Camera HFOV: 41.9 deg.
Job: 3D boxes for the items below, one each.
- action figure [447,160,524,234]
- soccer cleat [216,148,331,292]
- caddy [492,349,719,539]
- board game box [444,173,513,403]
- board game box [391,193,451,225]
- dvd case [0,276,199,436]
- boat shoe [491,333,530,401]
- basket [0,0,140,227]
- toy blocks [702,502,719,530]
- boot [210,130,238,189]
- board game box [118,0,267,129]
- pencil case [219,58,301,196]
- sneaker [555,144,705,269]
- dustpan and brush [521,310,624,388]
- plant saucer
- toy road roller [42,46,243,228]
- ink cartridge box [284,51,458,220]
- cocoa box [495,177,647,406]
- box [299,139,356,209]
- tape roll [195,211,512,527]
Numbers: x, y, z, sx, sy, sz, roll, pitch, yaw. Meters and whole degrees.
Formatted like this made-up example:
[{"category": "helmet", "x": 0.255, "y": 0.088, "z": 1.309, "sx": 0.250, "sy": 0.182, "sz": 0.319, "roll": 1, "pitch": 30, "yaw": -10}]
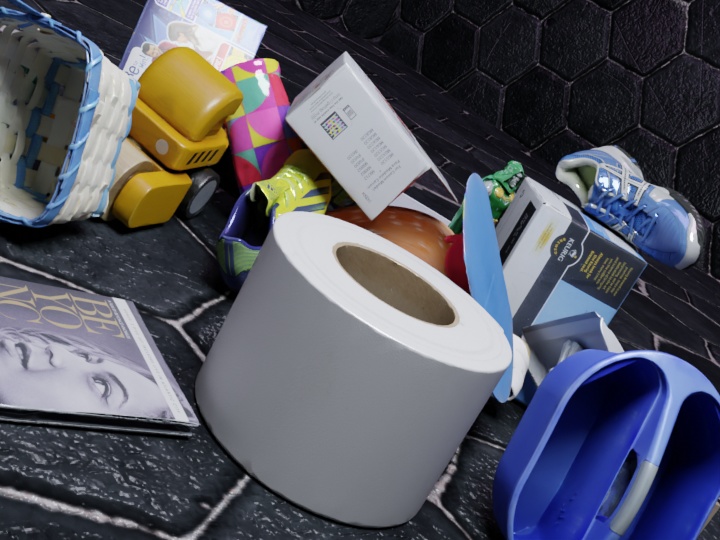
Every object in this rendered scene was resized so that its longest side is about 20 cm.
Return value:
[{"category": "action figure", "x": 0.135, "y": -0.042, "z": 1.122, "sx": 0.117, "sy": 0.202, "sz": 0.055, "roll": 10, "pitch": 26, "yaw": -45}, {"category": "soccer cleat", "x": -0.078, "y": -0.063, "z": 0.903, "sx": 0.064, "sy": 0.085, "sz": 0.201, "roll": 9, "pitch": 45, "yaw": 19}, {"category": "caddy", "x": 0.183, "y": 0.153, "z": 0.692, "sx": 0.140, "sy": 0.202, "sz": 0.105, "roll": 28, "pitch": 0, "yaw": -8}, {"category": "board game box", "x": 0.098, "y": 0.019, "z": 0.838, "sx": 0.038, "sy": 0.203, "sz": 0.158, "roll": -8, "pitch": 21, "yaw": 18}, {"category": "board game box", "x": 0.051, "y": -0.084, "z": 1.395, "sx": 0.198, "sy": 0.026, "sz": 0.200, "roll": 31, "pitch": 18, "yaw": 2}, {"category": "dvd case", "x": -0.216, "y": 0.048, "z": 0.615, "sx": 0.198, "sy": 0.016, "sz": 0.149, "roll": 15, "pitch": 22, "yaw": -40}, {"category": "boat shoe", "x": 0.071, "y": 0.070, "z": 0.927, "sx": 0.197, "sy": 0.072, "sz": 0.070, "roll": 20, "pitch": 36, "yaw": 5}, {"category": "basket", "x": -0.274, "y": -0.117, "z": 0.734, "sx": 0.137, "sy": 0.179, "sz": 0.200, "roll": 19, "pitch": 0, "yaw": 15}, {"category": "toy blocks", "x": 0.245, "y": 0.166, "z": 0.833, "sx": 0.198, "sy": 0.138, "sz": 0.100, "roll": 28, "pitch": 17, "yaw": -6}, {"category": "boot", "x": -0.153, "y": -0.140, "z": 1.200, "sx": 0.185, "sy": 0.070, "sz": 0.200, "roll": 15, "pitch": 14, "yaw": -21}, {"category": "board game box", "x": -0.203, "y": -0.211, "z": 1.052, "sx": 0.134, "sy": 0.203, "sz": 0.034, "roll": 24, "pitch": -9, "yaw": -16}, {"category": "pencil case", "x": -0.104, "y": -0.128, "z": 1.017, "sx": 0.088, "sy": 0.087, "sz": 0.203, "roll": -22, "pitch": 96, "yaw": -69}, {"category": "sneaker", "x": 0.278, "y": -0.064, "z": 0.987, "sx": 0.076, "sy": 0.077, "sz": 0.200, "roll": -4, "pitch": 33, "yaw": -26}, {"category": "dustpan and brush", "x": 0.232, "y": 0.143, "z": 0.910, "sx": 0.201, "sy": 0.057, "sz": 0.139, "roll": 52, "pitch": -24, "yaw": -6}, {"category": "plant saucer", "x": 0.000, "y": 0.000, "z": 0.921, "sx": 0.196, "sy": 0.038, "sz": 0.201, "roll": -5, "pitch": 33, "yaw": 3}, {"category": "toy road roller", "x": -0.201, "y": -0.138, "z": 0.915, "sx": 0.122, "sy": 0.147, "sz": 0.200, "roll": 39, "pitch": 20, "yaw": 8}, {"category": "ink cartridge box", "x": 0.010, "y": -0.131, "z": 0.991, "sx": 0.176, "sy": 0.084, "sz": 0.200, "roll": 49, "pitch": 10, "yaw": -12}, {"category": "cocoa box", "x": 0.193, "y": 0.026, "z": 1.027, "sx": 0.130, "sy": 0.202, "sz": 0.134, "roll": 27, "pitch": 16, "yaw": -7}, {"category": "box", "x": -0.029, "y": -0.101, "z": 1.136, "sx": 0.111, "sy": 0.035, "sz": 0.200, "roll": 55, "pitch": 3, "yaw": 28}, {"category": "tape roll", "x": -0.006, "y": 0.067, "z": 0.698, "sx": 0.200, "sy": 0.141, "sz": 0.203, "roll": 26, "pitch": 18, "yaw": -9}]
